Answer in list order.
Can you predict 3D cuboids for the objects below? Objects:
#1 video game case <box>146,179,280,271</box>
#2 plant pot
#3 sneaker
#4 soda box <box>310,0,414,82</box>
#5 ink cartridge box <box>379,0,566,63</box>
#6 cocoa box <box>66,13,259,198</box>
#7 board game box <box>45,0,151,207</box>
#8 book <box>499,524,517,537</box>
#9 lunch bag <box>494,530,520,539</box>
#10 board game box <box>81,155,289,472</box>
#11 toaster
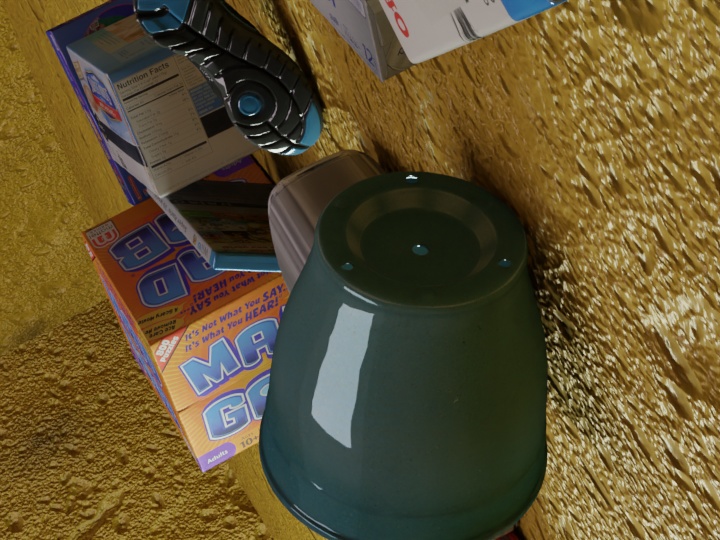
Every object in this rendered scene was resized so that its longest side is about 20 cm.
[{"bbox_3d":[-0.106,-0.044,1.519,0.200,0.142,0.018,43,125,56],"label":"video game case"},{"bbox_3d":[0.032,0.047,1.041,0.200,0.198,0.189,51,149,42],"label":"plant pot"},{"bbox_3d":[-0.102,-0.180,1.318,0.200,0.073,0.082,47,-164,-25],"label":"sneaker"},{"bbox_3d":[-0.012,-0.200,0.939,0.200,0.068,0.064,53,166,38],"label":"soda box"},{"bbox_3d":[0.050,-0.179,0.691,0.147,0.084,0.200,63,167,-6],"label":"ink cartridge box"},{"bbox_3d":[-0.188,-0.175,1.562,0.200,0.132,0.132,36,150,64],"label":"cocoa box"},{"bbox_3d":[-0.224,-0.188,1.685,0.202,0.134,0.045,66,167,-15],"label":"board game box"},{"bbox_3d":[0.067,0.123,1.382,0.201,0.048,0.134,57,163,31],"label":"book"},{"bbox_3d":[0.113,0.295,1.457,0.201,0.081,0.177,55,166,29],"label":"lunch bag"},{"bbox_3d":[-0.142,0.041,1.682,0.200,0.198,0.201,50,163,44],"label":"board game box"},{"bbox_3d":[0.000,0.000,1.221,0.129,0.113,0.201,53,167,44],"label":"toaster"}]
